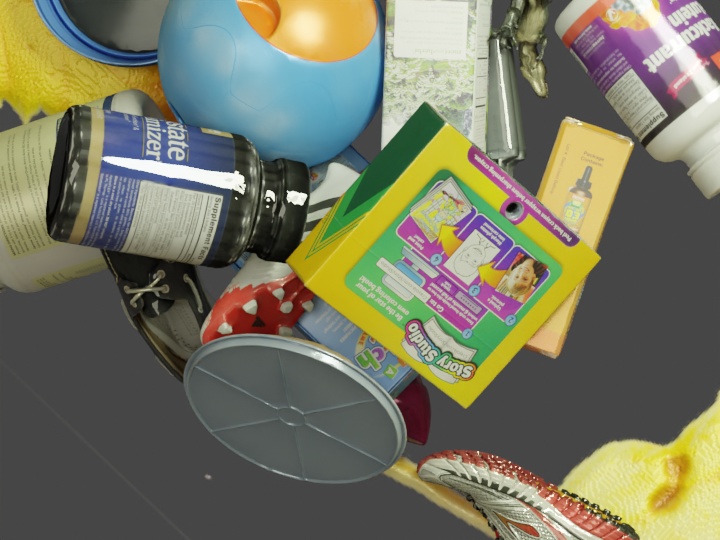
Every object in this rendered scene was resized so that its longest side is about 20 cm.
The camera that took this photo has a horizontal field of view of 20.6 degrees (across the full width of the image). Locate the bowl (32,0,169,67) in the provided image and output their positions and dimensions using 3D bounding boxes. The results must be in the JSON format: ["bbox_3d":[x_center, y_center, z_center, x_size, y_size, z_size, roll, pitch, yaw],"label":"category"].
[{"bbox_3d":[-0.204,-0.283,1.799,0.200,0.039,0.201,0,88,10],"label":"bowl"}]

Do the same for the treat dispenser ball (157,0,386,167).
[{"bbox_3d":[-0.073,-0.184,1.693,0.200,0.201,0.201,0,89,10],"label":"treat dispenser ball"}]

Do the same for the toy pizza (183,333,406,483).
[{"bbox_3d":[-0.054,0.113,1.693,0.200,0.200,0.032,14,52,10],"label":"toy pizza"}]

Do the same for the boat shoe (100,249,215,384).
[{"bbox_3d":[-0.173,0.020,1.699,0.074,0.200,0.060,-13,42,12],"label":"boat shoe"}]

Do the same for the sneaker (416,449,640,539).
[{"bbox_3d":[0.136,0.217,1.709,0.200,0.078,0.082,27,95,10],"label":"sneaker"}]

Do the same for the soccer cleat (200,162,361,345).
[{"bbox_3d":[-0.064,-0.009,1.691,0.200,0.069,0.085,-45,44,5],"label":"soccer cleat"}]

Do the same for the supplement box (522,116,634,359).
[{"bbox_3d":[0.175,-0.028,1.715,0.066,0.069,0.200,20,94,9],"label":"supplement box"}]

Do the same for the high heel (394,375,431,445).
[{"bbox_3d":[-0.040,0.121,1.744,0.199,0.067,0.096,-11,78,7],"label":"high heel"}]

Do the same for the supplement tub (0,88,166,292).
[{"bbox_3d":[-0.262,-0.065,1.751,0.200,0.145,0.145,-17,86,9],"label":"supplement tub"}]

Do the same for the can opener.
[{"bbox_3d":[0.109,-0.108,1.734,0.067,0.053,0.201,-8,85,16],"label":"can opener"}]

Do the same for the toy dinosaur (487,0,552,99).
[{"bbox_3d":[0.146,-0.235,1.683,0.047,0.088,0.200,14,118,14],"label":"toy dinosaur"}]

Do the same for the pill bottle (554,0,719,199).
[{"bbox_3d":[0.266,-0.163,1.679,0.111,0.111,0.200,-38,83,7],"label":"pill bottle"}]

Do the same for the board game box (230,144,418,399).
[{"bbox_3d":[0.000,0.000,1.730,0.200,0.037,0.151,43,82,17],"label":"board game box"}]

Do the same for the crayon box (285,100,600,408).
[{"bbox_3d":[0.069,-0.009,1.616,0.200,0.058,0.173,39,97,-31],"label":"crayon box"}]

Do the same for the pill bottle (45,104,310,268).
[{"bbox_3d":[-0.147,-0.063,1.600,0.200,0.112,0.112,9,90,-16],"label":"pill bottle"}]

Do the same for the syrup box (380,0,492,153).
[{"bbox_3d":[0.064,-0.152,1.672,0.079,0.081,0.201,3,98,12],"label":"syrup box"}]
